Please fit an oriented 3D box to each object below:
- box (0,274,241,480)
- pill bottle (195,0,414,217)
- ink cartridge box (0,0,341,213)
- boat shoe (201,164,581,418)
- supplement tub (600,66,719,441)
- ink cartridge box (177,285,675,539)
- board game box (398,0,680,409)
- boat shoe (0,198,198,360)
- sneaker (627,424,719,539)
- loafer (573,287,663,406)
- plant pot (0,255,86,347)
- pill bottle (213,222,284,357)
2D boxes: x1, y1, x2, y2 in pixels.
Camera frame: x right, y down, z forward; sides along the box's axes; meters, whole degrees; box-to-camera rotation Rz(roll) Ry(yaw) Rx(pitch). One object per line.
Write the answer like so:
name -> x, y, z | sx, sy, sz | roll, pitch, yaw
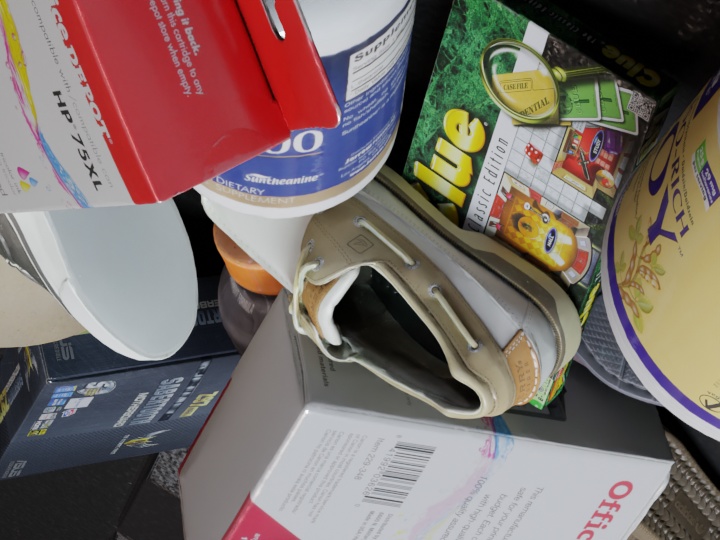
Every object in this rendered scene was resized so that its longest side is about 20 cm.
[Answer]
box -> -0.126, 0.061, 1.425 | 0.157, 0.051, 0.200 | -9, 164, -22
pill bottle -> -0.033, -0.116, 1.042 | 0.111, 0.111, 0.200 | 26, 153, 11
ink cartridge box -> -0.099, -0.088, 0.959 | 0.200, 0.067, 0.116 | -2, 114, 58
boat shoe -> 0.000, 0.000, 1.133 | 0.200, 0.068, 0.075 | 27, 135, 26
supplement tub -> 0.186, -0.025, 0.947 | 0.145, 0.146, 0.200 | 32, 153, 0
ink cartridge box -> 0.029, 0.099, 1.229 | 0.199, 0.086, 0.148 | 11, 131, -25
board game box -> 0.068, -0.034, 1.115 | 0.105, 0.023, 0.200 | 35, 139, 19
boat shoe -> -0.145, -0.043, 1.093 | 0.064, 0.071, 0.200 | -11, 120, 48
sneaker -> 0.165, 0.140, 1.356 | 0.075, 0.070, 0.200 | 27, 154, 51
loafer -> 0.113, 0.014, 1.195 | 0.200, 0.072, 0.063 | 22, -178, 26
plant pot -> -0.166, -0.099, 1.184 | 0.187, 0.187, 0.200 | 28, 138, 6
pill bottle -> -0.008, 0.032, 1.291 | 0.106, 0.106, 0.200 | 12, 147, 33
